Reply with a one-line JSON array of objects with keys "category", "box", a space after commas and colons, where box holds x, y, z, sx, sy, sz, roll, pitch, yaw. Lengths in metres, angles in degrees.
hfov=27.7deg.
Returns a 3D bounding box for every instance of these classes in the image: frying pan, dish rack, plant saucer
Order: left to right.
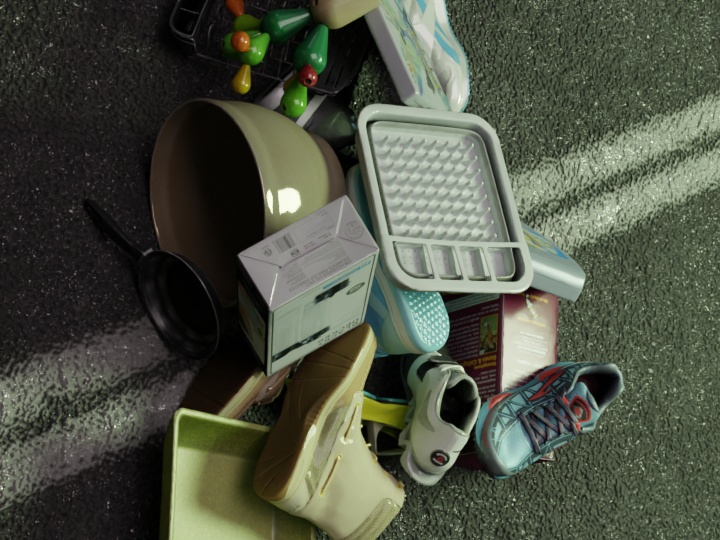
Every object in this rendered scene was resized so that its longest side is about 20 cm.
[{"category": "frying pan", "box": [-0.198, 0.014, 1.420, 0.189, 0.116, 0.031, 33, 44, 30]}, {"category": "plant saucer", "box": [-0.125, 0.247, 1.394, 0.199, 0.048, 0.202, 19, 66, -48]}, {"category": "dish rack", "box": [-0.087, -0.269, 1.535, 0.198, 0.055, 0.154, 18, 64, 3]}, {"category": "dish rack", "box": [0.075, -0.063, 1.435, 0.170, 0.044, 0.202, 2, 65, -30]}]

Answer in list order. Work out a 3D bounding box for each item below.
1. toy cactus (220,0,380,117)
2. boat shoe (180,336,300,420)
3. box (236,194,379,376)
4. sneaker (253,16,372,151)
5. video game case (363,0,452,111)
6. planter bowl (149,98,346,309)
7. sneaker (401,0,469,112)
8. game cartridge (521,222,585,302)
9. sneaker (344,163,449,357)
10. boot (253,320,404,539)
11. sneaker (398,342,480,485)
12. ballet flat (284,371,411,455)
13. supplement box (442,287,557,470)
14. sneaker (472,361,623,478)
[{"category": "toy cactus", "box": [-0.065, -0.256, 1.435, 0.164, 0.102, 0.201, -19, 62, 3]}, {"category": "boat shoe", "box": [-0.103, 0.105, 1.456, 0.200, 0.071, 0.065, -49, 127, -22]}, {"category": "box", "box": [-0.051, 0.019, 1.338, 0.116, 0.200, 0.060, -29, 74, -15]}, {"category": "sneaker", "box": [-0.022, -0.198, 1.603, 0.200, 0.073, 0.112, -46, 108, -26]}, {"category": "video game case", "box": [0.039, -0.248, 1.540, 0.201, 0.022, 0.182, 68, 13, 13]}, {"category": "planter bowl", "box": [-0.098, -0.072, 1.430, 0.134, 0.200, 0.202, -10, 83, -38]}, {"category": "sneaker", "box": [0.065, -0.260, 1.679, 0.080, 0.076, 0.202, -11, 77, -29]}, {"category": "game cartridge", "box": [0.164, -0.028, 1.609, 0.133, 0.200, 0.041, 23, 102, -25]}, {"category": "sneaker", "box": [0.000, 0.000, 1.481, 0.079, 0.130, 0.202, -20, 91, -46]}, {"category": "boot", "box": [-0.008, 0.167, 1.449, 0.155, 0.072, 0.201, 42, 63, -37]}, {"category": "sneaker", "box": [0.091, 0.124, 1.509, 0.074, 0.089, 0.201, 29, 35, -22]}, {"category": "ballet flat", "box": [0.006, 0.156, 1.526, 0.199, 0.067, 0.068, 16, 79, -32]}, {"category": "supplement box", "box": [0.150, 0.111, 1.607, 0.085, 0.110, 0.202, 15, 70, -33]}, {"category": "sneaker", "box": [0.196, 0.143, 1.501, 0.199, 0.095, 0.080, -34, 99, -38]}]
